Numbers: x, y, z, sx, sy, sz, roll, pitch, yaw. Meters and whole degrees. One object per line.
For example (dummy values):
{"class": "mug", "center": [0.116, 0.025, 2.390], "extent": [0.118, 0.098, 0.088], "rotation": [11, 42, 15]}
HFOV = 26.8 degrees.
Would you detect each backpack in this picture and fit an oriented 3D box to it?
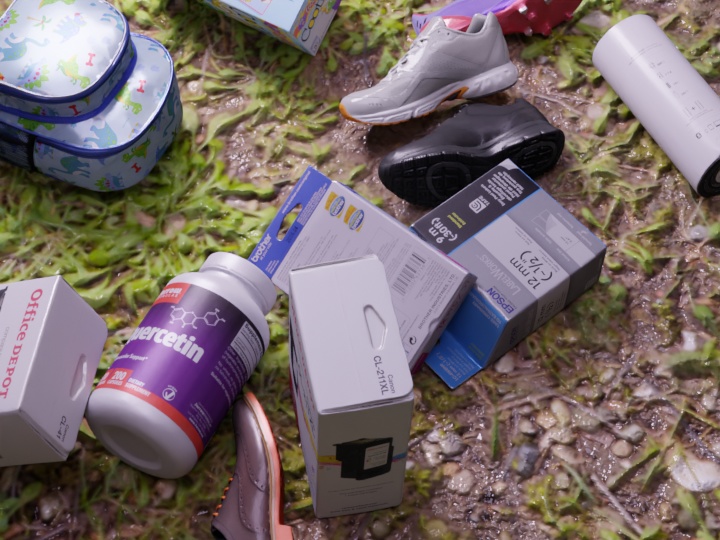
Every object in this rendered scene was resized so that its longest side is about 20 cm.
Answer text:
{"class": "backpack", "center": [-0.288, -0.183, 1.532], "extent": [0.199, 0.147, 0.184], "rotation": [22, 61, 9]}

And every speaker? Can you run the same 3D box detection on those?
{"class": "speaker", "center": [0.328, -0.176, 1.584], "extent": [0.081, 0.081, 0.200], "rotation": [-24, 60, -17]}

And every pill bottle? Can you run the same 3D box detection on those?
{"class": "pill bottle", "center": [-0.157, 0.082, 1.379], "extent": [0.112, 0.113, 0.201], "rotation": [23, 59, 13]}

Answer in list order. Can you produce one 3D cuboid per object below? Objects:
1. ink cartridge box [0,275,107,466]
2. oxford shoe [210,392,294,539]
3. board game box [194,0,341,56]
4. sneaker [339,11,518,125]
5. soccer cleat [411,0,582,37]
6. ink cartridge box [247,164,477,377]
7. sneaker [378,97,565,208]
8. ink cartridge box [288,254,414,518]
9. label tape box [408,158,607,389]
{"class": "ink cartridge box", "center": [-0.341, 0.094, 1.339], "extent": [0.199, 0.086, 0.148], "rotation": [-10, 50, 25]}
{"class": "oxford shoe", "center": [-0.100, 0.200, 1.329], "extent": [0.072, 0.071, 0.201], "rotation": [-10, 57, -3]}
{"class": "board game box", "center": [-0.125, -0.328, 1.639], "extent": [0.199, 0.103, 0.105], "rotation": [27, 90, 16]}
{"class": "sneaker", "center": [0.064, -0.214, 1.582], "extent": [0.199, 0.093, 0.076], "rotation": [-20, 17, -17]}
{"class": "soccer cleat", "center": [0.153, -0.288, 1.666], "extent": [0.199, 0.067, 0.077], "rotation": [-25, 56, -14]}
{"class": "ink cartridge box", "center": [0.000, 0.000, 1.449], "extent": [0.200, 0.042, 0.120], "rotation": [35, 97, 18]}
{"class": "sneaker", "center": [0.107, -0.126, 1.559], "extent": [0.199, 0.076, 0.091], "rotation": [-13, 48, -18]}
{"class": "ink cartridge box", "center": [-0.012, 0.103, 1.316], "extent": [0.082, 0.200, 0.146], "rotation": [-9, 57, -8]}
{"class": "label tape box", "center": [0.119, 0.000, 1.471], "extent": [0.200, 0.066, 0.143], "rotation": [-34, 63, -23]}
